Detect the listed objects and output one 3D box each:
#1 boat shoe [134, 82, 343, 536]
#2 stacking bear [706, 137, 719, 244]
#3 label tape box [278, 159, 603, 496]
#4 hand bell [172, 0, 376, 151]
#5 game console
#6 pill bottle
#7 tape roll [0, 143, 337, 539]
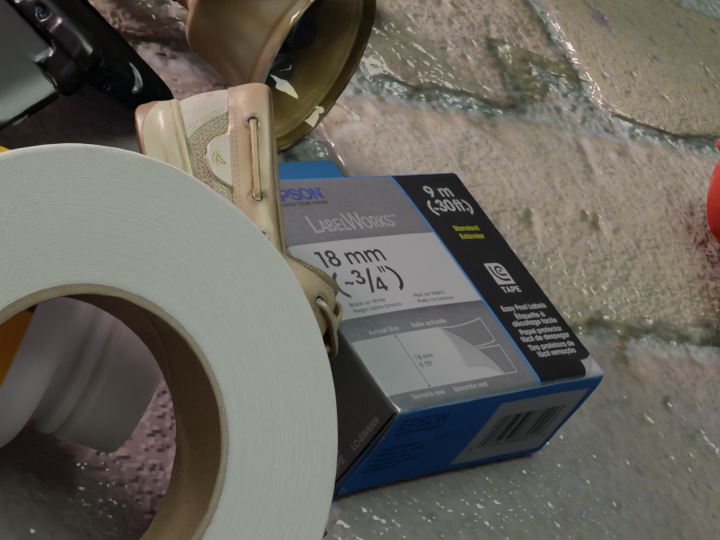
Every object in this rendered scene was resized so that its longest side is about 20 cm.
[{"bbox_3d":[-0.039,0.017,0.696,0.064,0.071,0.201,-15,78,-3],"label":"boat shoe"},{"bbox_3d":[0.268,-0.004,1.011,0.121,0.114,0.200,14,35,-29],"label":"stacking bear"},{"bbox_3d":[0.000,0.000,0.808,0.144,0.063,0.200,-6,52,-45],"label":"label tape box"},{"bbox_3d":[-0.101,-0.156,0.911,0.200,0.104,0.104,32,32,18],"label":"hand bell"},{"bbox_3d":[-0.212,-0.121,0.812,0.200,0.116,0.176,46,6,15],"label":"game console"},{"bbox_3d":[-0.170,-0.003,0.624,0.199,0.109,0.109,22,36,-19],"label":"pill bottle"},{"bbox_3d":[-0.099,0.058,0.570,0.202,0.037,0.204,1,88,-34],"label":"tape roll"}]
